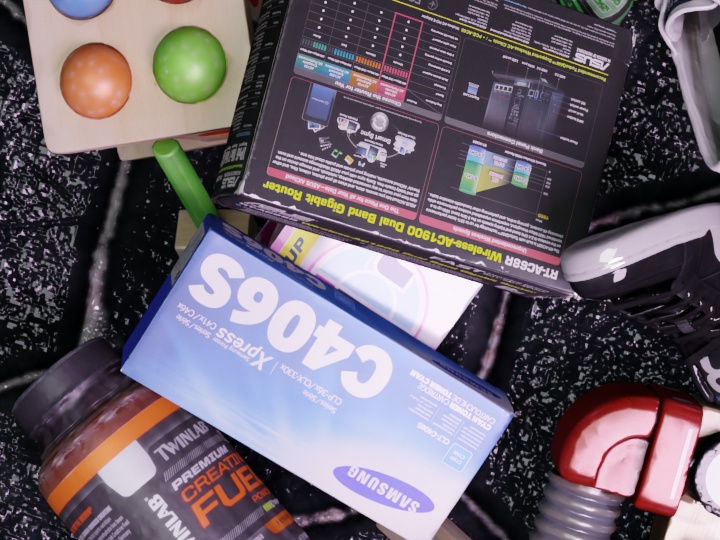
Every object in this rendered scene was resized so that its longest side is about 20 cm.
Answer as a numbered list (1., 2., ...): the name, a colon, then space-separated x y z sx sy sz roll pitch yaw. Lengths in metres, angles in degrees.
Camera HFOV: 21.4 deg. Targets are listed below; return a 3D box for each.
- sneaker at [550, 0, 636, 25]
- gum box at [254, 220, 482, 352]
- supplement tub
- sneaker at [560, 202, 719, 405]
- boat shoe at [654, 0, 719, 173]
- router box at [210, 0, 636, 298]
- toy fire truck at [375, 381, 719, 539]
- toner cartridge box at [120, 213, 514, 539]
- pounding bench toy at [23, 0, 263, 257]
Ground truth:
1. sneaker: 0.067 -0.193 1.089 0.200 0.078 0.085 30 99 8
2. gum box: 0.000 0.000 1.100 0.113 0.066 0.200 34 98 -12
3. supplement tub: -0.117 0.137 1.126 0.107 0.107 0.200 -42 85 10
4. sneaker: 0.181 0.023 1.015 0.073 0.200 0.112 -17 88 34
5. boat shoe: 0.196 -0.144 1.038 0.065 0.074 0.201 0 63 -27
6. router box: 0.035 -0.082 1.014 0.199 0.062 0.150 17 82 -18
7. toy fire truck: 0.114 0.142 1.085 0.199 0.129 0.177 15 95 0
8. toner cartridge box: -0.024 0.062 1.054 0.200 0.043 0.095 31 100 -11
9. pounding bench toy: -0.104 -0.098 1.087 0.124 0.156 0.201 -8 91 11
